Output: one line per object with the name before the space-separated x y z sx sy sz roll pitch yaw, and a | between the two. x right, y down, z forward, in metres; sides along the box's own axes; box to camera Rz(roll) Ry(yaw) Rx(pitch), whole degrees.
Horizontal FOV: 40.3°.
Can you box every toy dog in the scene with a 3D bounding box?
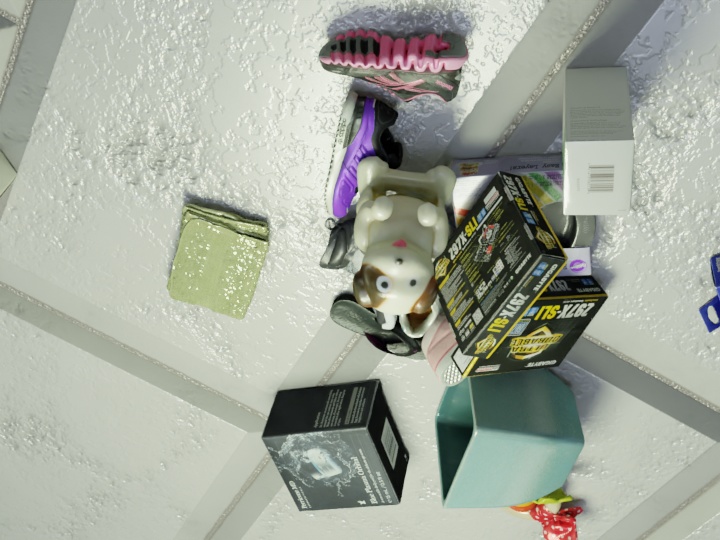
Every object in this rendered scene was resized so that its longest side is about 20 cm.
toy dog | 0.044 -0.030 1.319 0.139 0.201 0.195 15 130 -8

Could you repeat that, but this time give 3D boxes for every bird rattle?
bird rattle | 0.313 0.399 1.746 0.162 0.113 0.201 8 142 21

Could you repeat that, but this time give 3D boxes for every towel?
towel | -0.227 -0.013 1.566 0.147 0.037 0.201 18 128 -2

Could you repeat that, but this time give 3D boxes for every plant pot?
plant pot | 0.243 0.259 1.576 0.198 0.196 0.197 9 129 -7

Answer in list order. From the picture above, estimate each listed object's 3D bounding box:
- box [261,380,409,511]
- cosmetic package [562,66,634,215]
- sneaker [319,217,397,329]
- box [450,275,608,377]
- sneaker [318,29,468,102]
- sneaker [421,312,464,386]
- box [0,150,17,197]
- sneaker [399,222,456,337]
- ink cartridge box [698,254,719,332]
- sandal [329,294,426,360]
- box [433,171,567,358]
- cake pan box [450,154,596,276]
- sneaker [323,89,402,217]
box | -0.040 0.312 1.721 0.199 0.118 0.198 -9 125 20
cosmetic package | 0.296 -0.165 1.228 0.084 0.200 0.108 0 125 11
sneaker | 0.000 0.000 1.503 0.113 0.076 0.201 0 121 13
box | 0.251 0.082 1.453 0.199 0.049 0.160 -1 132 -35
sneaker | 0.043 -0.261 1.300 0.198 0.079 0.096 6 139 9
sneaker | 0.177 0.081 1.528 0.200 0.105 0.075 -42 129 3
box | -0.661 -0.142 1.517 0.199 0.109 0.128 -15 122 22
sneaker | 0.105 0.012 1.482 0.076 0.081 0.201 12 127 5
ink cartridge box | 0.586 0.032 1.395 0.199 0.077 0.137 -19 121 26
sandal | 0.042 0.105 1.587 0.199 0.048 0.076 21 128 -3
box | 0.179 -0.005 1.328 0.049 0.160 0.200 10 131 -29
cake pan box | 0.236 -0.075 1.407 0.198 0.052 0.185 -1 128 14
sneaker | 0.008 -0.151 1.387 0.099 0.070 0.201 13 129 0
